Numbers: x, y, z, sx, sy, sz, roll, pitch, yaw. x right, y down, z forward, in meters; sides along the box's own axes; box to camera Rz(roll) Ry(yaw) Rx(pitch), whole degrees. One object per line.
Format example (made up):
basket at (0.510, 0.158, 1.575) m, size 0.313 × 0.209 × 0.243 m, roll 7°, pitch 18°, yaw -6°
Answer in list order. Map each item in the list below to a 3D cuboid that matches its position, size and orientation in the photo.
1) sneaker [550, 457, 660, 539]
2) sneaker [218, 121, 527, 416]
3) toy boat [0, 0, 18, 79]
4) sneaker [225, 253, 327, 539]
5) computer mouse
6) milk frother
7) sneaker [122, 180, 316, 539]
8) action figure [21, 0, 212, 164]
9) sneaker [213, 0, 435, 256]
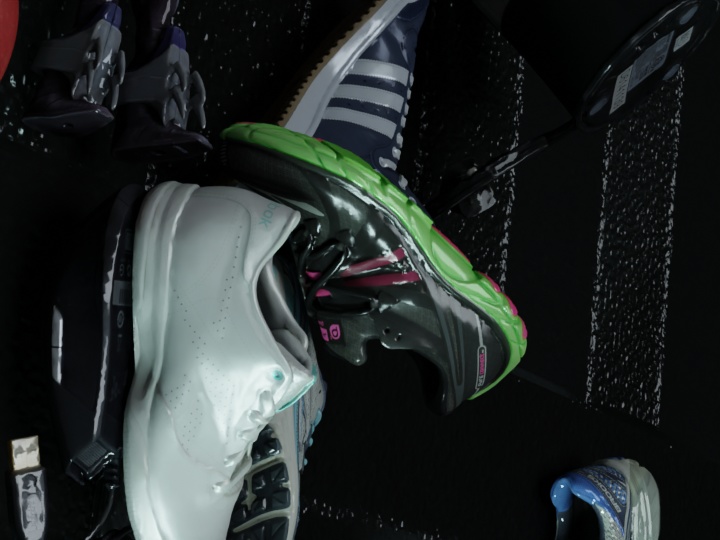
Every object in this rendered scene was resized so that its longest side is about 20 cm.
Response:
sneaker at (0.159, 0.230, 1.320) m, size 0.085 × 0.077 × 0.202 m, roll 6°, pitch 75°, yaw -45°
sneaker at (0.000, 0.000, 0.983) m, size 0.200 × 0.077 × 0.084 m, roll 42°, pitch 84°, yaw -14°
toy boat at (-0.201, -0.088, 0.752) m, size 0.200 × 0.130 × 0.132 m, roll -49°, pitch 126°, yaw -45°
sneaker at (-0.048, 0.085, 1.013) m, size 0.086 × 0.077 × 0.202 m, roll 12°, pitch 78°, yaw -58°
computer mouse at (-0.139, 0.059, 0.893) m, size 0.140 × 0.046 × 0.202 m, roll -9°, pitch 104°, yaw -74°
milk frother at (0.078, -0.155, 1.163) m, size 0.199 × 0.181 × 0.188 m, roll -31°, pitch 71°, yaw -28°
sneaker at (-0.063, 0.061, 0.921) m, size 0.075 × 0.087 × 0.202 m, roll -51°, pitch 144°, yaw -69°
action figure at (-0.109, -0.157, 0.951) m, size 0.130 × 0.069 × 0.202 m, roll 21°, pitch 66°, yaw -43°
sneaker at (0.007, -0.075, 1.080) m, size 0.108 × 0.070 × 0.201 m, roll 43°, pitch 55°, yaw -11°
